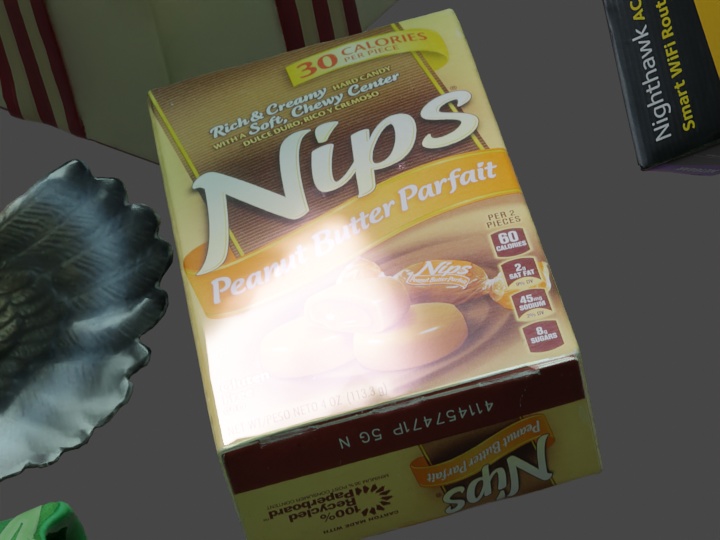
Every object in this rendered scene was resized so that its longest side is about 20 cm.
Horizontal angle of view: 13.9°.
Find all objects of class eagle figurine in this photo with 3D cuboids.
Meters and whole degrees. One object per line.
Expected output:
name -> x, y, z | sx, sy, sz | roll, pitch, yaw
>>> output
eagle figurine -> -0.180, 0.014, 0.980 | 0.199, 0.151, 0.153 | -7, 71, -38

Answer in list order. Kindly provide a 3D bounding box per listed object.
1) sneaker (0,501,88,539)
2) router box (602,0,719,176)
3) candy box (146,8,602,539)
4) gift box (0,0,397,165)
sneaker -> -0.064, 0.120, 0.835 | 0.083, 0.074, 0.200 | -34, 42, -18
router box -> 0.143, -0.148, 0.984 | 0.149, 0.051, 0.201 | -22, 73, 38
candy box -> 0.000, 0.000, 0.977 | 0.115, 0.056, 0.201 | -15, 39, -1
gift box -> -0.085, -0.180, 1.117 | 0.184, 0.188, 0.200 | 16, 48, 32
